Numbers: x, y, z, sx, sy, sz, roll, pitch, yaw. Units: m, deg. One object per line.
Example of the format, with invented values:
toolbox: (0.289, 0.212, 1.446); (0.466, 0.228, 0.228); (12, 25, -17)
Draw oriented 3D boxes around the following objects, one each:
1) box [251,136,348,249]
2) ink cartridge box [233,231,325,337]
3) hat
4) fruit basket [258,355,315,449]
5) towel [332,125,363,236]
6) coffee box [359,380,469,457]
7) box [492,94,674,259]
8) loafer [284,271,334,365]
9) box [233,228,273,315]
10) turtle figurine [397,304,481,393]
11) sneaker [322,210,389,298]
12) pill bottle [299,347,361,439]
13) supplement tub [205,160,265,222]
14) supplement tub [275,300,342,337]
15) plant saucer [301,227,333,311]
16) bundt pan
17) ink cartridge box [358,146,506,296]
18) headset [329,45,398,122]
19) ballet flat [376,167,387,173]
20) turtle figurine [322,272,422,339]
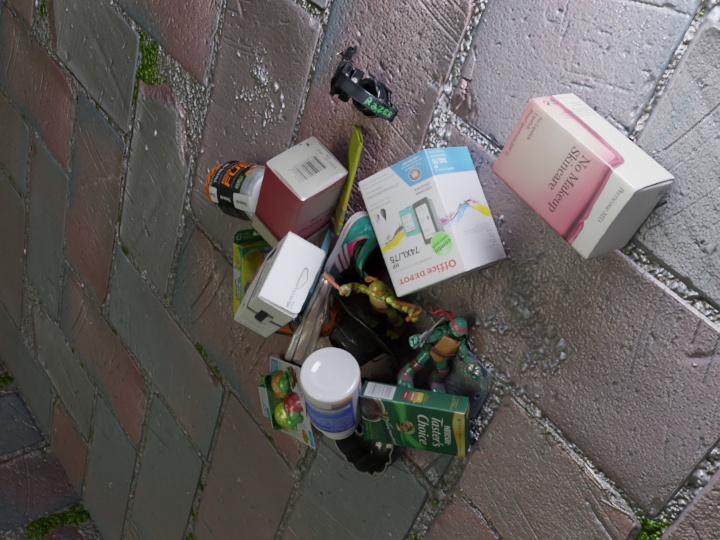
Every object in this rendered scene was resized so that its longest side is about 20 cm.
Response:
box: (-0.122, -0.139, 1.524); (0.109, 0.127, 0.201); (45, 147, 14)
ink cartridge box: (-0.157, 0.031, 1.489); (0.083, 0.145, 0.200); (29, 156, -13)
hat: (-0.008, 0.138, 1.479); (0.081, 0.201, 0.200); (-46, 57, -4)
fruit basket: (-0.163, 0.298, 1.760); (0.200, 0.093, 0.188); (-170, 69, -67)
towel: (-0.022, -0.171, 1.498); (0.086, 0.018, 0.202); (-103, 24, -56)
coffee box: (0.100, 0.271, 1.418); (0.197, 0.044, 0.124); (8, 129, 16)
box: (0.305, -0.134, 1.086); (0.200, 0.108, 0.129); (49, 133, 27)
loafer: (-0.086, 0.098, 1.522); (0.062, 0.072, 0.202); (24, 111, -4)
box: (-0.225, 0.003, 1.739); (0.048, 0.116, 0.203); (24, 120, 49)
turtle figurine: (0.147, 0.145, 1.378); (0.148, 0.101, 0.201); (25, 132, -5)
sneaker: (0.000, 0.000, 1.510); (0.121, 0.083, 0.202); (49, 130, 38)
pill bottle: (-0.050, 0.240, 1.462); (0.112, 0.111, 0.201); (46, 158, 29)
supplement tub: (-0.246, -0.172, 1.692); (0.199, 0.122, 0.124); (17, 115, 44)
supplement tub: (-0.137, 0.081, 1.660); (0.199, 0.122, 0.124); (7, 107, 47)
plant saucer: (-0.090, -0.001, 1.556); (0.019, 0.201, 0.070); (25, 130, -5)
bundt pan: (0.022, 0.310, 1.585); (0.201, 0.075, 0.205); (17, 114, 44)
ink cartridge box: (0.119, -0.081, 1.280); (0.146, 0.145, 0.202); (-22, 85, 36)
headset: (0.003, -0.335, 1.387); (0.094, 0.123, 0.200); (-56, 38, 14)
ballet flat: (0.083, -0.094, 1.411); (0.072, 0.068, 0.202); (-17, 85, 29)
turtle figurine: (0.031, 0.056, 1.448); (0.198, 0.065, 0.162); (16, 153, 18)
